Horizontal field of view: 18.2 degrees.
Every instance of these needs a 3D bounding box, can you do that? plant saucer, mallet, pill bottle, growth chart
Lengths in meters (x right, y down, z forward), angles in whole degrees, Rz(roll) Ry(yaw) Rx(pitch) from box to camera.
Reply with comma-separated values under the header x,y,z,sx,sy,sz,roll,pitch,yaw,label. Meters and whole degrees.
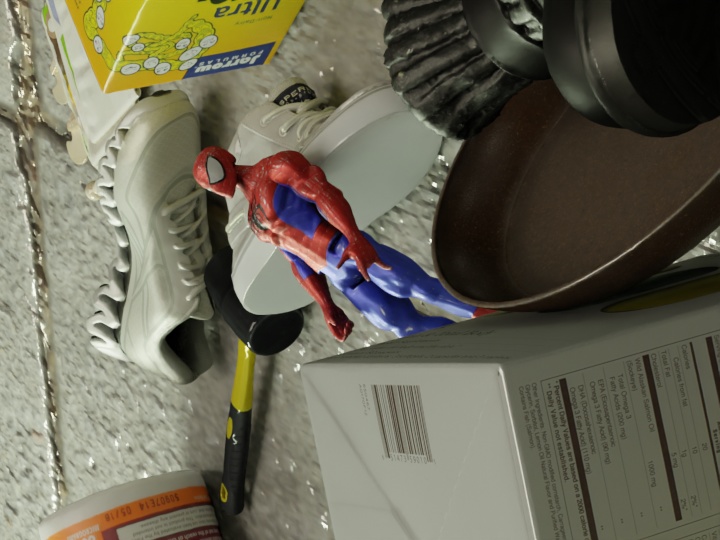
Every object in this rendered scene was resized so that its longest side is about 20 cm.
x,y,z,sx,sy,sz,roll,pitch,yaw,label
0.109,-0.059,0.856,0.032,0.201,0.200,40,162,-22,plant saucer
-0.076,0.068,1.364,0.066,0.041,0.201,58,150,32,mallet
-0.126,0.240,1.440,0.114,0.114,0.201,-39,67,59,pill bottle
-0.179,-0.152,1.477,0.145,0.018,0.202,-16,87,62,growth chart

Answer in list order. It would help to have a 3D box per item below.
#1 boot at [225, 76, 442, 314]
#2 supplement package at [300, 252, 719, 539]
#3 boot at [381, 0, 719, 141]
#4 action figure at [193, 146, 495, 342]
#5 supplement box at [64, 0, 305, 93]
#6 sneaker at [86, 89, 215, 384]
x,y,z,sx,sy,sz,roll,pitch,yaw,label
-0.027,-0.064,1.179,0.200,0.073,0.096,-49,50,49,boot
0.109,0.084,0.851,0.151,0.199,0.152,-4,99,61,supplement package
0.069,-0.093,0.836,0.157,0.211,0.080,-25,112,32,boot
0.000,0.000,1.089,0.200,0.052,0.066,37,144,13,action figure
-0.083,-0.197,1.184,0.110,0.108,0.200,67,151,19,supplement box
-0.115,-0.018,1.373,0.081,0.075,0.201,35,135,33,sneaker
